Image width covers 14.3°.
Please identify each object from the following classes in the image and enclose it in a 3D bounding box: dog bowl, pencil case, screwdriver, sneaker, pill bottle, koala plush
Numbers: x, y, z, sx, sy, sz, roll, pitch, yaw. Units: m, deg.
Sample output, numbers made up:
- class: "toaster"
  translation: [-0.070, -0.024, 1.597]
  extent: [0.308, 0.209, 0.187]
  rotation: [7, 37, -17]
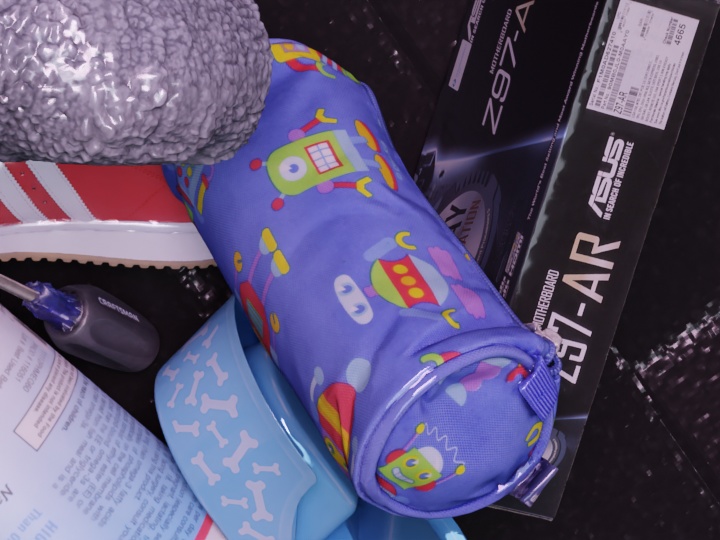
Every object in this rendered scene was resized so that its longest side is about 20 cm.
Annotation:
- class: "dog bowl"
  translation: [-0.010, 0.100, 1.131]
  extent: [0.050, 0.112, 0.200]
  rotation: [-33, 105, 15]
- class: "pencil case"
  translation: [0.000, 0.000, 1.010]
  extent: [0.087, 0.200, 0.078]
  rotation: [-28, 138, -7]
- class: "screwdriver"
  translation: [-0.130, 0.002, 1.068]
  extent: [0.028, 0.200, 0.029]
  rotation: [-7, 68, 24]
- class: "sneaker"
  translation: [-0.134, -0.062, 1.087]
  extent: [0.200, 0.071, 0.113]
  rotation: [0, 116, -15]
- class: "pill bottle"
  translation: [-0.117, 0.104, 1.115]
  extent: [0.200, 0.109, 0.109]
  rotation: [41, 95, -13]
- class: "koala plush"
  translation: [-0.110, -0.136, 0.932]
  extent: [0.177, 0.184, 0.200]
  rotation: [-1, 94, -38]

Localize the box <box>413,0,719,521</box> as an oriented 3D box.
- class: "box"
  translation: [0.062, -0.026, 1.081]
  extent: [0.043, 0.160, 0.200]
  rotation: [14, 101, -16]
